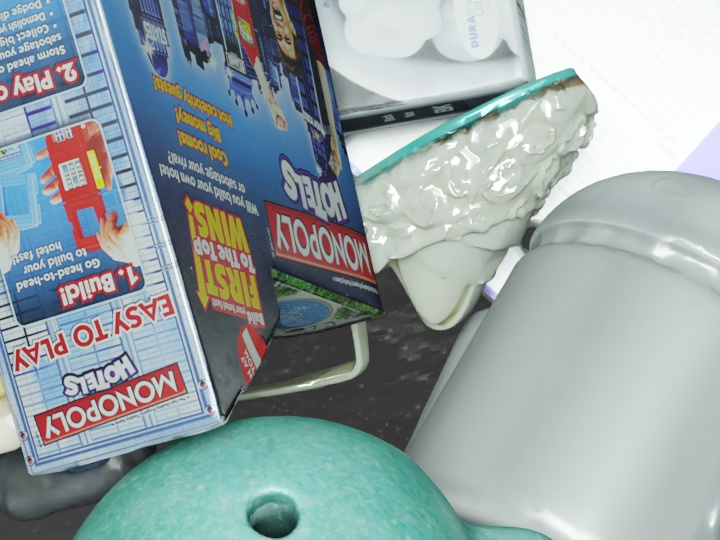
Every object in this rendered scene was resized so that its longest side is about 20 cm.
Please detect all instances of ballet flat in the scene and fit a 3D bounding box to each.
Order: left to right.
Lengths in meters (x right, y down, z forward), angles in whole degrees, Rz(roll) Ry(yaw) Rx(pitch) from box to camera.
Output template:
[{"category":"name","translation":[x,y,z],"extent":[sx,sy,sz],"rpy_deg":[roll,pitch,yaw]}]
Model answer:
[{"category":"ballet flat","translation":[0.000,0.000,0.805],"extent":[0.200,0.072,0.072],"rpy_deg":[-25,79,17]}]

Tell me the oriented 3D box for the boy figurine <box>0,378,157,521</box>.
[{"category":"boy figurine","translation":[-0.121,-0.003,0.701],"extent":[0.064,0.200,0.124],"rpy_deg":[-23,50,5]}]

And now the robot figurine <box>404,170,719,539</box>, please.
[{"category":"robot figurine","translation":[0.084,0.051,0.756],"extent":[0.113,0.170,0.200],"rpy_deg":[49,64,-39]}]

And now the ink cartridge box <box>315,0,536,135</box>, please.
[{"category":"ink cartridge box","translation":[-0.049,-0.137,0.841],"extent":[0.200,0.043,0.198],"rpy_deg":[-10,76,8]}]

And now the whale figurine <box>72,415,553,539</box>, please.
[{"category":"whale figurine","translation":[0.006,0.113,0.621],"extent":[0.200,0.104,0.159],"rpy_deg":[32,53,28]}]

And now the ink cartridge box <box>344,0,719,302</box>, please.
[{"category":"ink cartridge box","translation":[0.125,-0.051,0.856],"extent":[0.198,0.043,0.200],"rpy_deg":[43,89,4]}]

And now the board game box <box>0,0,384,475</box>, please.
[{"category":"board game box","translation":[-0.063,-0.039,0.685],"extent":[0.062,0.200,0.200],"rpy_deg":[-16,75,18]}]
